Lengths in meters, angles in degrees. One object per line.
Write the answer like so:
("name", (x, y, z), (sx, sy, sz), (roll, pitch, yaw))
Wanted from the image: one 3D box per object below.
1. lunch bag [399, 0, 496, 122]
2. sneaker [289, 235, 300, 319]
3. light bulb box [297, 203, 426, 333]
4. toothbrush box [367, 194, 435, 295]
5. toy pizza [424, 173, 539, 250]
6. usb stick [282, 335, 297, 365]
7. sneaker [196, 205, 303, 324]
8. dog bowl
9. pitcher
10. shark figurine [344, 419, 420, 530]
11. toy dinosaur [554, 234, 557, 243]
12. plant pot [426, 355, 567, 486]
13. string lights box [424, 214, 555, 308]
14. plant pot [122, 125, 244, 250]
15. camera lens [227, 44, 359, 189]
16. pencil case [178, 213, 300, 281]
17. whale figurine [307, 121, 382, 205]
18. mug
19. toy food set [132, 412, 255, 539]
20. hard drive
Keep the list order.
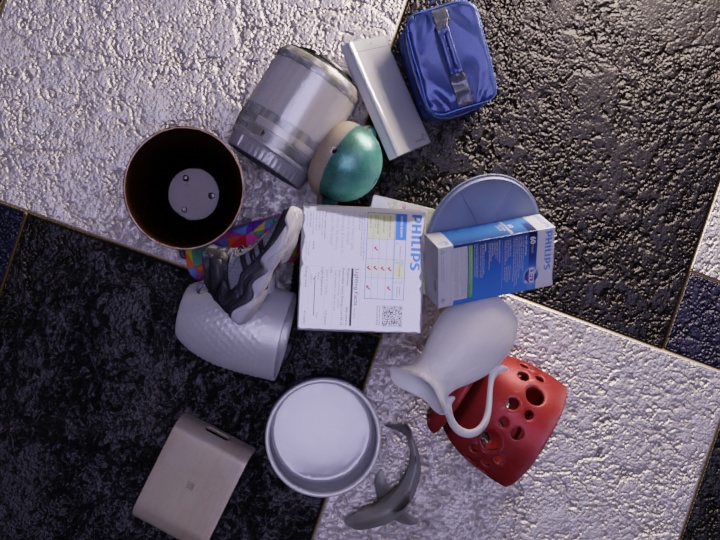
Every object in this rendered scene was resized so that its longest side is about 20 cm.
("lunch bag", (0.148, -0.359, 1.679), (0.134, 0.132, 0.202), (-18, 94, -5))
("sneaker", (-0.063, -0.012, 1.712), (0.092, 0.070, 0.203), (9, 89, -23))
("light bulb box", (0.000, 0.000, 1.597), (0.197, 0.125, 0.201), (3, 89, -2))
("toothbrush box", (0.097, -0.035, 1.709), (0.197, 0.086, 0.148), (14, 90, -4))
("toy pizza", (0.190, -0.059, 1.568), (0.198, 0.032, 0.203), (-8, 117, -17))
("usb stick", (-0.206, 0.103, 1.712), (0.198, 0.033, 0.056), (24, 83, -5))
("sneaker", (-0.175, -0.027, 1.520), (0.113, 0.075, 0.201), (31, 94, 8))
("dog bowl", (-0.065, 0.281, 1.707), (0.197, 0.079, 0.203), (0, 92, -5))
("pitcher", (0.170, 0.144, 1.549), (0.172, 0.121, 0.200), (44, 70, 9))
("shark figurine", (0.072, 0.372, 1.720), (0.127, 0.089, 0.217), (24, 91, -7))
("toy dinosaur", (0.220, -0.053, 1.667), (0.198, 0.105, 0.183), (-18, 122, -3))
("plant pot", (0.224, 0.231, 1.678), (0.182, 0.200, 0.202), (34, 89, 3))
("string lights box", (0.201, -0.015, 1.539), (0.197, 0.059, 0.104), (-10, 117, -16))
("plant pot", (-0.278, -0.130, 1.613), (0.184, 0.200, 0.190), (0, 92, -5))
("camera lens", (-0.108, -0.257, 1.645), (0.159, 0.160, 0.201), (32, 89, -5))
("pencil case", (-0.200, -0.038, 1.651), (0.198, 0.088, 0.090), (-10, 93, 19))
("whale figurine", (-0.010, -0.161, 1.635), (0.103, 0.200, 0.160), (31, 86, 16))
("mug", (-0.201, 0.063, 1.614), (0.173, 0.148, 0.202), (14, 111, 2))
("toy food set", (-0.286, 0.365, 1.707), (0.142, 0.060, 0.202), (26, 88, 6))
("hard drive", (0.045, -0.294, 1.680), (0.026, 0.132, 0.202), (-21, 95, 33))
